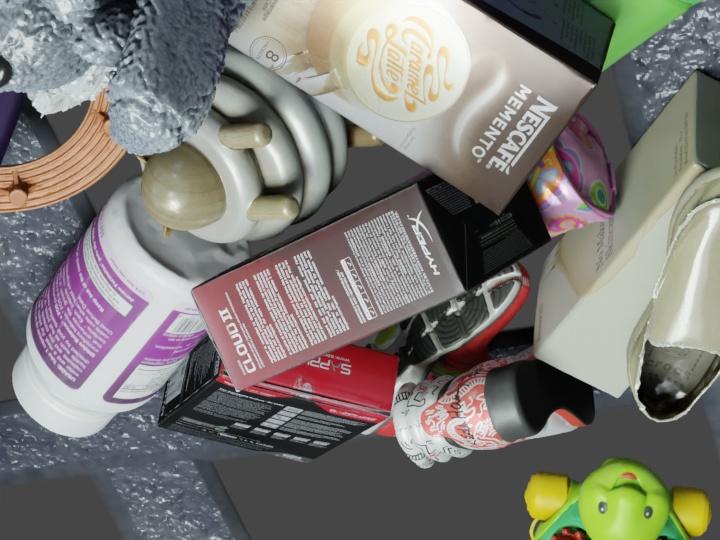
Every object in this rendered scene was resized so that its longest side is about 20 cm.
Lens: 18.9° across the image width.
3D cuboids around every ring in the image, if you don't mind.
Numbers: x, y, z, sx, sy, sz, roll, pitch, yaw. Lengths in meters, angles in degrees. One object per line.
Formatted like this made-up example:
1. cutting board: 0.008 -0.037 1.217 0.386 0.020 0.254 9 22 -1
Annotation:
1. ring: -0.235 -0.119 1.376 0.199 0.019 0.201 -2 124 -3

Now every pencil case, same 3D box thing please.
1. pencil case: 0.076 -0.035 1.461 0.199 0.088 0.087 -28 122 30

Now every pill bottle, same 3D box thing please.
1. pill bottle: -0.169 0.030 1.539 0.112 0.113 0.200 29 129 -16

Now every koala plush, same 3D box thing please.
1. koala plush: -0.171 -0.162 1.256 0.177 0.184 0.200 40 147 -21

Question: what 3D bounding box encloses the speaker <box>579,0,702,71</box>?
1. speaker: 0.135 -0.162 1.336 0.088 0.089 0.200 39 126 -23

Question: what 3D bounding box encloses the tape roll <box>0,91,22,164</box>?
1. tape roll: -0.334 -0.111 1.460 0.199 0.085 0.201 5 131 5

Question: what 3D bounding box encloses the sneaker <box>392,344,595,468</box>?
1. sneaker: 0.091 0.093 1.520 0.107 0.201 0.068 -14 87 22

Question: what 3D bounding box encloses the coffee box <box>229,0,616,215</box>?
1. coffee box: 0.035 -0.142 1.275 0.199 0.080 0.115 31 125 -7

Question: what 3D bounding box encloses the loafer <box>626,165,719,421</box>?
1. loafer: 0.219 0.021 1.358 0.075 0.069 0.201 11 132 -2

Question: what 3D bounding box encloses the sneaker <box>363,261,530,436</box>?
1. sneaker: 0.066 0.053 1.562 0.085 0.077 0.200 15 138 -31

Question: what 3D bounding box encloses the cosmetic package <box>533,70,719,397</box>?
1. cosmetic package: 0.197 -0.022 1.438 0.073 0.104 0.200 26 129 -13

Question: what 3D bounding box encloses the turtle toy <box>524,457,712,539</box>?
1. turtle toy: 0.193 0.211 1.646 0.145 0.101 0.201 5 132 5

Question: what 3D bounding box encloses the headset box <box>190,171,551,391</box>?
1. headset box: 0.000 0.000 1.373 0.199 0.149 0.075 -24 91 28

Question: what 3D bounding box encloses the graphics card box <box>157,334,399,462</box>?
1. graphics card box: -0.062 0.087 1.546 0.125 0.051 0.200 14 161 -14

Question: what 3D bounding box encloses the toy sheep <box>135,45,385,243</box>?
1. toy sheep: -0.063 -0.086 1.360 0.137 0.200 0.139 25 133 31
